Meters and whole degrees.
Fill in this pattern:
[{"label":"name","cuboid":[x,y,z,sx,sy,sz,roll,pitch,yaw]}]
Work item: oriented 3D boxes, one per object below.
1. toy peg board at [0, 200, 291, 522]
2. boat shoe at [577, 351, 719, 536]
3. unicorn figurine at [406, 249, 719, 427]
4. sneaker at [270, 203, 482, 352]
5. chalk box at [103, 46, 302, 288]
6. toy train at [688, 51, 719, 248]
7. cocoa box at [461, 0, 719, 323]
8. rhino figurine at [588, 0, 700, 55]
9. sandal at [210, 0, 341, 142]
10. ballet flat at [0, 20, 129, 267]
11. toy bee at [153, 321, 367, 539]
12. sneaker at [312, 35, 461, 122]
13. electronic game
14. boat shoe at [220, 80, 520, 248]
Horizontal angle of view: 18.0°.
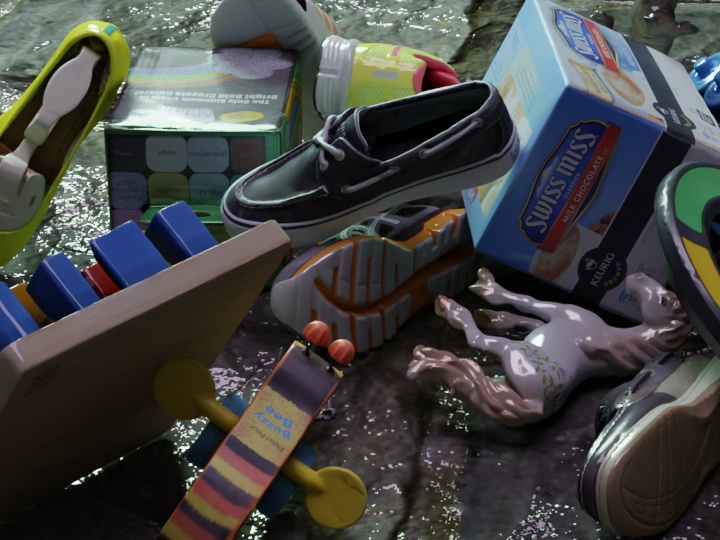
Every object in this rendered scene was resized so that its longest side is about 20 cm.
[{"label":"toy peg board","cuboid":[-0.171,0.039,1.270,0.200,0.199,0.098,-28,71,-42]},{"label":"boat shoe","cuboid":[0.166,0.096,1.317,0.065,0.072,0.200,8,23,29]},{"label":"unicorn figurine","cuboid":[0.122,0.044,1.432,0.137,0.074,0.200,23,48,23]},{"label":"sneaker","cuboid":[0.000,0.000,1.513,0.077,0.079,0.200,17,21,33]},{"label":"chalk box","cuboid":[-0.108,-0.063,1.588,0.124,0.124,0.200,2,27,4]},{"label":"toy train","cuboid":[0.259,-0.088,1.640,0.114,0.087,0.200,-42,19,4]},{"label":"cocoa box","cuboid":[0.152,-0.080,1.550,0.131,0.134,0.200,24,21,-13]},{"label":"rhino figurine","cuboid":[0.194,-0.149,1.686,0.060,0.200,0.088,15,39,-19]},{"label":"sandal","cuboid":[-0.047,-0.159,1.702,0.079,0.207,0.059,-10,55,21]},{"label":"ballet flat","cuboid":[-0.226,-0.087,1.571,0.067,0.200,0.067,33,-1,-7]},{"label":"toy bee","cuboid":[-0.054,0.079,1.284,0.131,0.109,0.200,21,39,-16]},{"label":"sneaker","cuboid":[0.039,-0.117,1.639,0.090,0.078,0.200,4,-3,21]},{"label":"electronic game","cuboid":[0.255,0.015,1.391,0.200,0.042,0.200,31,34,-24]},{"label":"boat shoe","cuboid":[0.000,-0.073,1.449,0.199,0.068,0.072,-14,50,11]}]
